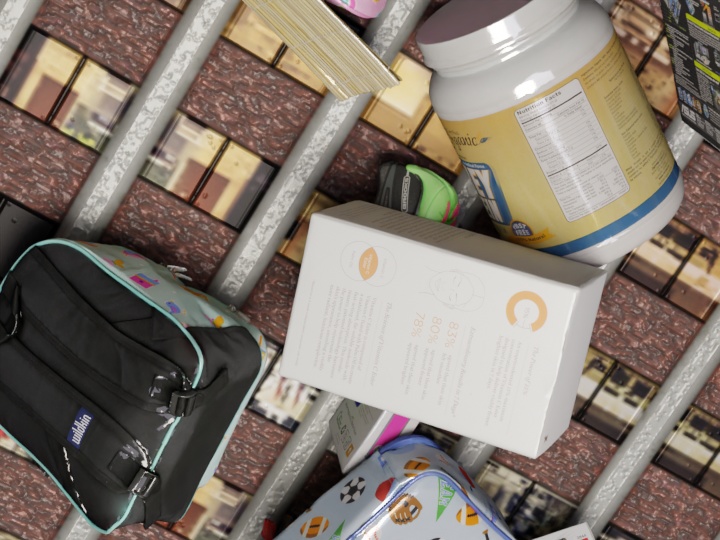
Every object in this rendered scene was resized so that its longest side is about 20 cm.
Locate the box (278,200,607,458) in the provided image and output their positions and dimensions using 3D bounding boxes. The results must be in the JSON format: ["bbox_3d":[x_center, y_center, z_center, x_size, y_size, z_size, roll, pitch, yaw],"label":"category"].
[{"bbox_3d":[0.059,0.037,1.214,0.199,0.097,0.125,17,103,18],"label":"box"}]

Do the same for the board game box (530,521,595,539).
[{"bbox_3d":[0.106,0.285,1.417,0.199,0.035,0.127,-17,138,-2],"label":"board game box"}]

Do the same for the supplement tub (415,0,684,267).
[{"bbox_3d":[0.138,-0.112,1.254,0.144,0.145,0.201,-28,110,3],"label":"supplement tub"}]

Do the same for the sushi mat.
[{"bbox_3d":[-0.059,-0.196,1.228,0.200,0.096,0.012,44,68,-18],"label":"sushi mat"}]

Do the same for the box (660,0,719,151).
[{"bbox_3d":[0.268,-0.163,1.224,0.044,0.200,0.161,-15,110,-3],"label":"box"}]

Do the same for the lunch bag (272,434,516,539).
[{"bbox_3d":[0.019,0.235,1.302,0.200,0.076,0.160,-41,122,5],"label":"lunch bag"}]

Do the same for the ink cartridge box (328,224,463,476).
[{"bbox_3d":[0.043,0.066,1.328,0.037,0.095,0.201,27,103,-16],"label":"ink cartridge box"}]

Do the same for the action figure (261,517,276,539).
[{"bbox_3d":[-0.050,0.236,1.388,0.199,0.099,0.065,-18,136,-25],"label":"action figure"}]

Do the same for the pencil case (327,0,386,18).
[{"bbox_3d":[0.021,-0.282,1.209,0.087,0.088,0.201,25,106,-15],"label":"pencil case"}]

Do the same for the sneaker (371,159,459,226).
[{"bbox_3d":[0.000,0.000,1.323,0.084,0.077,0.200,38,108,15],"label":"sneaker"}]

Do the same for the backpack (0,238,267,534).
[{"bbox_3d":[-0.181,0.073,1.262,0.200,0.153,0.176,33,107,21],"label":"backpack"}]
